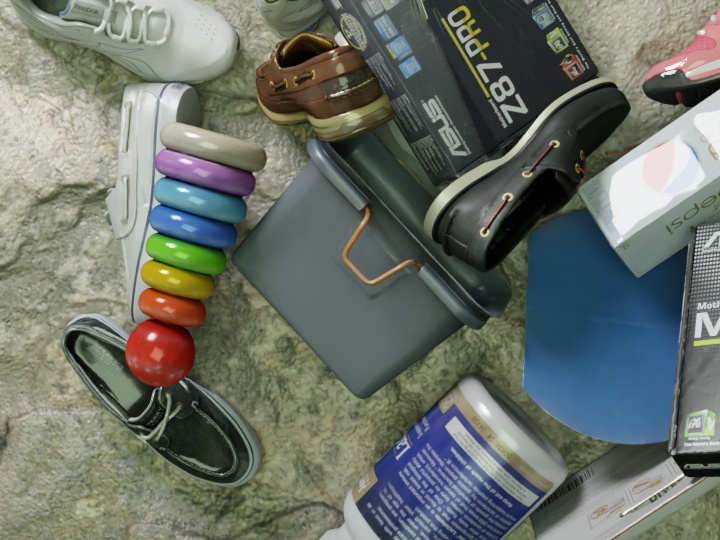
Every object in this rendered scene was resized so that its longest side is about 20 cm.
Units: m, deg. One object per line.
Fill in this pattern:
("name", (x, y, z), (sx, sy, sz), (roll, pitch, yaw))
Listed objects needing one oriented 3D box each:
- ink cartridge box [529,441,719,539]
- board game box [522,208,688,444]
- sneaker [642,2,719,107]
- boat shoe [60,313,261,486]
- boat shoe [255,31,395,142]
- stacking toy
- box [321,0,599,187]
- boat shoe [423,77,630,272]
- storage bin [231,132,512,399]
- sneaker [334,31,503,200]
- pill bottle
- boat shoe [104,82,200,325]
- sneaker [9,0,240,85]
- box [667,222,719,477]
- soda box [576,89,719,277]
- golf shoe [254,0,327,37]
("ink cartridge box", (0.226, 0.168, 1.090), (0.199, 0.176, 0.045), (-35, 96, 8))
("board game box", (0.204, 0.048, 1.131), (0.157, 0.039, 0.201), (7, 64, -3))
("sneaker", (0.305, -0.196, 1.115), (0.199, 0.074, 0.087), (-24, 77, 5))
("boat shoe", (-0.171, 0.114, 1.176), (0.200, 0.071, 0.072), (36, 97, 1))
("boat shoe", (-0.034, -0.149, 1.080), (0.072, 0.200, 0.068), (-25, 111, -14))
("stacking toy", (-0.137, -0.009, 1.106), (0.085, 0.085, 0.201), (16, 93, 4))
("box", (0.071, -0.190, 1.095), (0.161, 0.049, 0.201), (-34, 97, -23))
("boat shoe", (0.139, -0.072, 1.084), (0.201, 0.074, 0.063), (-39, 60, -22))
("storage bin", (0.000, 0.000, 1.125), (0.200, 0.146, 0.134), (46, 108, 0))
("sneaker", (0.062, -0.125, 1.143), (0.088, 0.075, 0.200), (-40, 95, -7))
("pill bottle", (0.059, 0.189, 1.139), (0.116, 0.116, 0.200), (44, 97, 0))
("boat shoe", (-0.176, -0.054, 1.164), (0.065, 0.072, 0.201), (8, 99, 15))
("sneaker", (-0.195, -0.197, 1.144), (0.199, 0.087, 0.075), (14, 94, 3))
("box", (0.320, 0.046, 0.986), (0.199, 0.048, 0.194), (-6, 56, 30))
("soda box", (0.269, -0.084, 1.087), (0.200, 0.068, 0.064), (-35, 57, 11))
("golf shoe", (-0.012, -0.272, 1.115), (0.078, 0.097, 0.201), (34, 96, 3))
